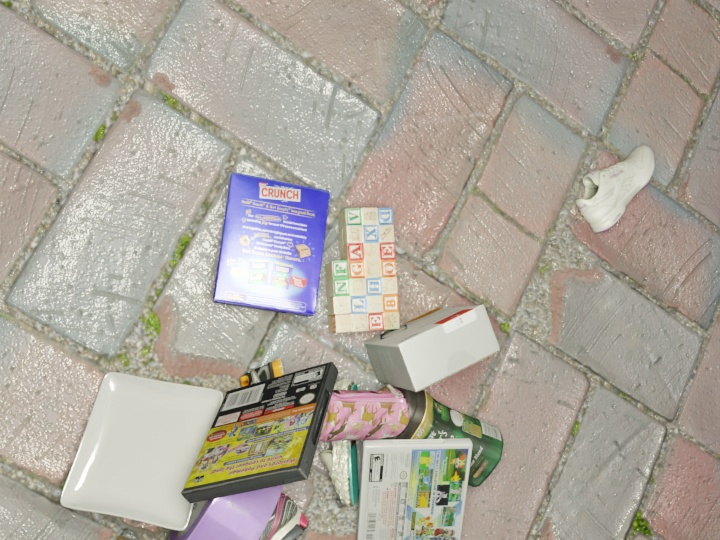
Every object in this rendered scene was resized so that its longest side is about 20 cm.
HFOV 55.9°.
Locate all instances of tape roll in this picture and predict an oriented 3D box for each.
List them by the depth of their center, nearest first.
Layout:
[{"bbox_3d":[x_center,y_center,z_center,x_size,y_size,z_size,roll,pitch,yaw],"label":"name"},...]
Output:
[{"bbox_3d":[-0.196,0.347,0.994,0.084,0.200,0.203,34,78,-9],"label":"tape roll"}]

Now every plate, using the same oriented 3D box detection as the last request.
[{"bbox_3d":[-0.317,0.264,1.005,0.194,0.033,0.204,8,63,7],"label":"plate"}]

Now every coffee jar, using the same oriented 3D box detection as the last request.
[{"bbox_3d":[0.135,0.278,1.144,0.196,0.086,0.105,27,115,-11],"label":"coffee jar"}]

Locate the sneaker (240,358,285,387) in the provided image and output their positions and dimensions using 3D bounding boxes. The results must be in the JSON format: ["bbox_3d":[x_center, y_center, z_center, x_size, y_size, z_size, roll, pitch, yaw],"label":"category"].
[{"bbox_3d":[-0.144,0.219,1.039,0.075,0.201,0.080,-12,119,-4],"label":"sneaker"}]

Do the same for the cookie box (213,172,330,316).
[{"bbox_3d":[-0.144,-0.038,1.103,0.166,0.075,0.206,9,84,-15],"label":"cookie box"}]

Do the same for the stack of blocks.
[{"bbox_3d":[0.000,0.000,1.150,0.112,0.058,0.206,-2,86,-16],"label":"stack of blocks"}]

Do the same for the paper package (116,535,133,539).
[{"bbox_3d":[-0.327,0.505,0.949,0.101,0.190,0.205,18,80,-13],"label":"paper package"}]

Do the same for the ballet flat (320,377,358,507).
[{"bbox_3d":[-0.035,0.282,1.124,0.070,0.072,0.206,2,83,-15],"label":"ballet flat"}]

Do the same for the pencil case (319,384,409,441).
[{"bbox_3d":[-0.015,0.216,1.036,0.197,0.082,0.089,9,89,-42],"label":"pencil case"}]

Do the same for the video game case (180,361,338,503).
[{"bbox_3d":[-0.134,0.219,0.927,0.026,0.196,0.183,56,29,-27],"label":"video game case"}]

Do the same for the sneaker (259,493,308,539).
[{"bbox_3d":[-0.173,0.437,1.057,0.075,0.081,0.199,49,57,4],"label":"sneaker"}]

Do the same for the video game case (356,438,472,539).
[{"bbox_3d":[0.086,0.367,1.111,0.177,0.022,0.206,1,110,-7],"label":"video game case"}]

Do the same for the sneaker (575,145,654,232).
[{"bbox_3d":[0.486,-0.174,1.293,0.099,0.075,0.201,41,76,-10],"label":"sneaker"}]

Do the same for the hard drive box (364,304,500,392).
[{"bbox_3d":[0.109,0.123,1.098,0.153,0.200,0.079,-23,92,-16],"label":"hard drive box"}]
